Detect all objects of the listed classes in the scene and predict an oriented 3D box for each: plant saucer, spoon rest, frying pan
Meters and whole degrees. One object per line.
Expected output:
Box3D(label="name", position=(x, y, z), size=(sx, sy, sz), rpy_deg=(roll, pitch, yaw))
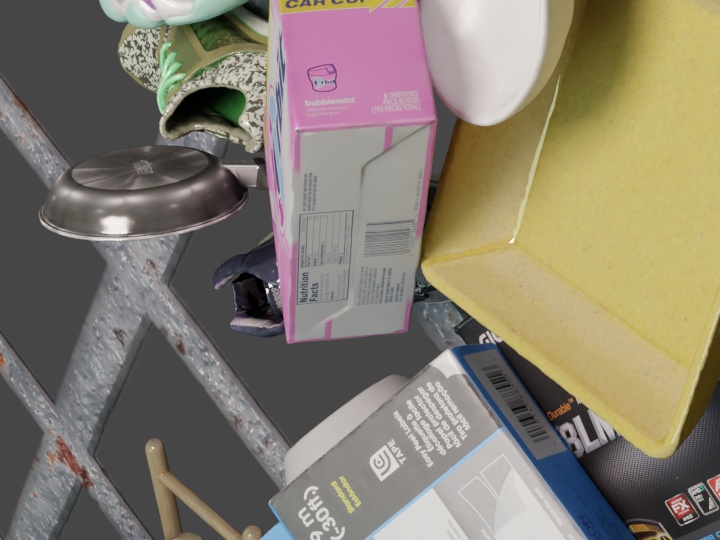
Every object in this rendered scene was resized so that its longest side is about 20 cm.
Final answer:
Box3D(label="plant saucer", position=(0.120, -0.049, 0.908), size=(0.200, 0.048, 0.201), rpy_deg=(39, 120, 49))
Box3D(label="spoon rest", position=(0.072, -0.157, 0.888), size=(0.099, 0.060, 0.201), rpy_deg=(51, 128, 43))
Box3D(label="frying pan", position=(-0.081, -0.043, 1.108), size=(0.189, 0.115, 0.031), rpy_deg=(-1, 111, 11))

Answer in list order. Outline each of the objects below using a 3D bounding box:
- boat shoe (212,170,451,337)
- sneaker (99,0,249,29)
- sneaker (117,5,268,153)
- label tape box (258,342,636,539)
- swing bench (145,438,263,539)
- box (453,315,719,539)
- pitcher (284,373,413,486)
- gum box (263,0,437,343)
Box3D(label="boat shoe", position=(0.000, 0.000, 1.128), size=(0.200, 0.093, 0.075), rpy_deg=(-13, 104, 56))
Box3D(label="sneaker", position=(-0.138, -0.221, 1.162), size=(0.200, 0.078, 0.140), rpy_deg=(22, 132, 43))
Box3D(label="sneaker", position=(-0.090, -0.109, 1.171), size=(0.200, 0.088, 0.077), rpy_deg=(17, 128, 47))
Box3D(label="label tape box", position=(0.028, 0.155, 1.061), size=(0.200, 0.063, 0.144), rpy_deg=(-42, 75, 21))
Box3D(label="swing bench", position=(-0.186, 0.263, 1.474), size=(0.130, 0.199, 0.201), rpy_deg=(38, 141, 30))
Box3D(label="box", position=(0.156, 0.071, 1.017), size=(0.199, 0.050, 0.200), rpy_deg=(58, 146, 4))
Box3D(label="pitcher", position=(0.027, 0.176, 1.154), size=(0.200, 0.171, 0.121), rpy_deg=(54, 162, 8))
Box3D(label="gum box", position=(-0.009, -0.059, 1.001), size=(0.200, 0.066, 0.114), rpy_deg=(96, 168, -58))
